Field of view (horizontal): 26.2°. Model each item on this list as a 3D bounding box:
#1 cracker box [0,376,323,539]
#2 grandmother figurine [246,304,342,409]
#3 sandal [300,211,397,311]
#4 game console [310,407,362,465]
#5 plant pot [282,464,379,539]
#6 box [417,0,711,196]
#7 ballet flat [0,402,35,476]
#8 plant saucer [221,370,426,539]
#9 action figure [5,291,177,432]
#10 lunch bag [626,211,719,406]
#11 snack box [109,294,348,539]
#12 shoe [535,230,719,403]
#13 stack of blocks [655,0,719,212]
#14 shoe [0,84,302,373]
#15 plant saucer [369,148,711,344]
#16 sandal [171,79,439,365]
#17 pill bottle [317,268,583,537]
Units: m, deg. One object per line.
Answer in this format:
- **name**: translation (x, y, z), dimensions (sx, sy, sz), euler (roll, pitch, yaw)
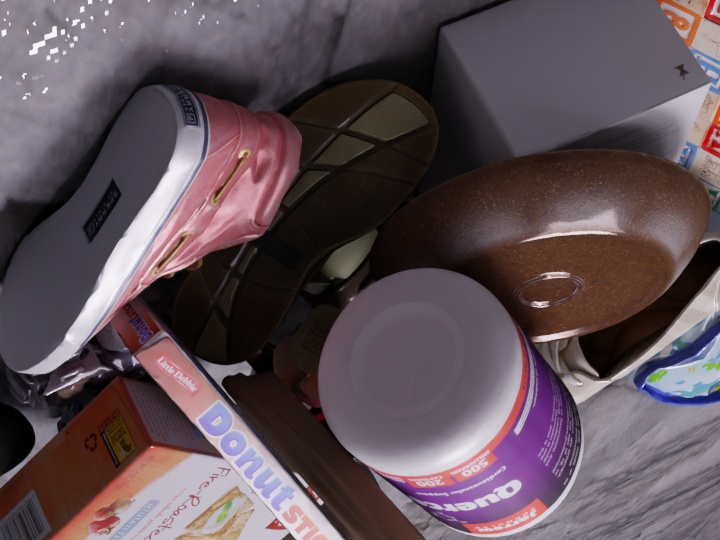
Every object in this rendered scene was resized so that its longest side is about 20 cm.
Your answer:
- **cracker box**: translation (-0.120, 0.143, 0.976), dimensions (0.134, 0.058, 0.200), euler (-43, 148, 18)
- **grandmother figurine**: translation (-0.037, 0.066, 1.012), dimensions (0.061, 0.121, 0.200), euler (-57, -175, -16)
- **sandal**: translation (0.001, -0.001, 0.998), dimensions (0.200, 0.058, 0.080), euler (-4, 146, -43)
- **game console**: translation (0.053, 0.075, 1.122), dimensions (0.199, 0.031, 0.177), euler (-29, -163, -2)
- **plant pot**: translation (-0.099, 0.228, 1.213), dimensions (0.174, 0.201, 0.200), euler (13, 136, -33)
- **box**: translation (0.114, -0.073, 0.931), dimensions (0.124, 0.098, 0.200), euler (-23, 156, -13)
- **ballet flat**: translation (-0.272, 0.098, 0.884), dimensions (0.199, 0.068, 0.069), euler (-10, 142, -37)
- **plant saucer**: translation (-0.005, 0.129, 0.890), dimensions (0.029, 0.200, 0.200), euler (-42, 157, -6)
- **action figure**: translation (-0.152, 0.066, 0.957), dimensions (0.129, 0.070, 0.200), euler (-13, 149, -17)
- **lunch bag**: translation (0.232, 0.004, 1.126), dimensions (0.127, 0.171, 0.200), euler (-33, 156, 15)
- **snack box**: translation (-0.069, 0.099, 0.882), dimensions (0.024, 0.072, 0.200), euler (-40, 116, -5)
- **shoe**: translation (0.159, 0.034, 1.000), dimensions (0.199, 0.070, 0.053), euler (-34, 172, 10)
- **stack of blocks**: translation (0.227, -0.117, 0.932), dimensions (0.059, 0.115, 0.200), euler (-56, 168, -25)
- **shoe**: translation (-0.113, -0.014, 0.825), dimensions (0.091, 0.072, 0.200), euler (6, 134, -44)
- **plant saucer**: translation (0.105, -0.002, 0.886), dimensions (0.199, 0.037, 0.201), euler (-6, 154, -3)
- **sandal**: translation (-0.036, -0.031, 0.881), dimensions (0.200, 0.080, 0.054), euler (-50, -174, 18)
- **pill bottle**: translation (0.060, 0.084, 0.877), dimensions (0.112, 0.113, 0.200), euler (-32, 148, 8)
